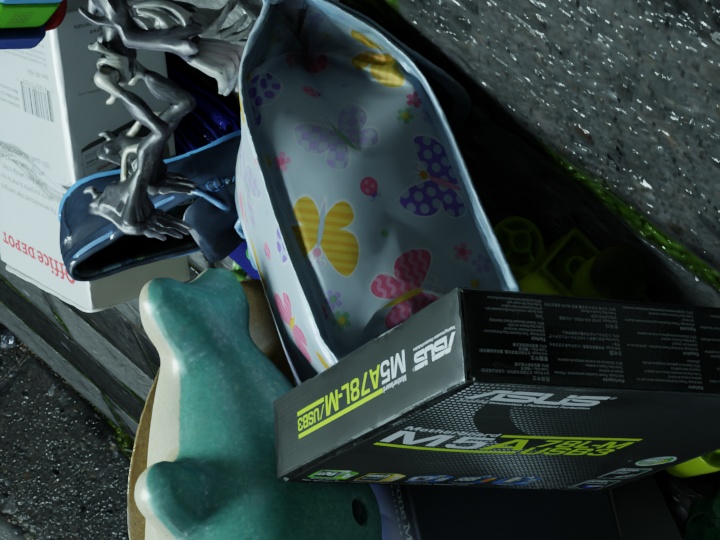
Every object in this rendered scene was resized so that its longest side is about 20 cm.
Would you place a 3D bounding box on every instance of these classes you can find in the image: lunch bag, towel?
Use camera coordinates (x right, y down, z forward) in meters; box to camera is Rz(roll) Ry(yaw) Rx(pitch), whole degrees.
[{"bbox_3d":[-0.002,-0.037,0.932,0.170,0.126,0.202,109,139,-73],"label":"lunch bag"},{"bbox_3d":[-0.097,-0.065,1.267,0.147,0.049,0.201,41,167,38],"label":"towel"}]

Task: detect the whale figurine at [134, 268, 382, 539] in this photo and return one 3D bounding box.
[{"bbox_3d":[-0.051,0.095,0.896,0.103,0.159,0.202,-14,88,29],"label":"whale figurine"}]

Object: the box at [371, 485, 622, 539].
[{"bbox_3d":[0.068,0.183,1.020,0.198,0.122,0.202,134,126,-70],"label":"box"}]

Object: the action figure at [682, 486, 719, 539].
[{"bbox_3d":[0.235,0.191,1.077,0.118,0.055,0.201,34,156,36],"label":"action figure"}]

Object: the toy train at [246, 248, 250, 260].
[{"bbox_3d":[0.000,0.000,1.146,0.199,0.057,0.042,20,153,46],"label":"toy train"}]

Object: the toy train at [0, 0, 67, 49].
[{"bbox_3d":[-0.214,-0.242,1.030,0.115,0.084,0.202,-31,71,49],"label":"toy train"}]

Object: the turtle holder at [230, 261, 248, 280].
[{"bbox_3d":[-0.103,0.082,1.509,0.141,0.132,0.186,42,165,0],"label":"turtle holder"}]

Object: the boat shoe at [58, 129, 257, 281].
[{"bbox_3d":[-0.090,-0.031,1.081,0.084,0.198,0.069,52,-152,-46],"label":"boat shoe"}]

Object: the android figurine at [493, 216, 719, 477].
[{"bbox_3d":[0.132,0.043,0.971,0.182,0.041,0.200,44,163,-2],"label":"android figurine"}]

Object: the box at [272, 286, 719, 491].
[{"bbox_3d":[0.085,0.061,0.813,0.198,0.048,0.193,5,162,-27],"label":"box"}]

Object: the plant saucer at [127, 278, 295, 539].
[{"bbox_3d":[-0.063,0.107,1.019,0.035,0.202,0.201,10,150,27],"label":"plant saucer"}]

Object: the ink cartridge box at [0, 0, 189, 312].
[{"bbox_3d":[-0.193,-0.091,1.188,0.144,0.084,0.202,23,124,51],"label":"ink cartridge box"}]

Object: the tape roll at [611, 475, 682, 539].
[{"bbox_3d":[0.173,0.216,1.106,0.200,0.065,0.202,161,90,-88],"label":"tape roll"}]

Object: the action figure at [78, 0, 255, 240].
[{"bbox_3d":[-0.107,-0.127,0.980,0.101,0.119,0.202,7,119,3],"label":"action figure"}]
